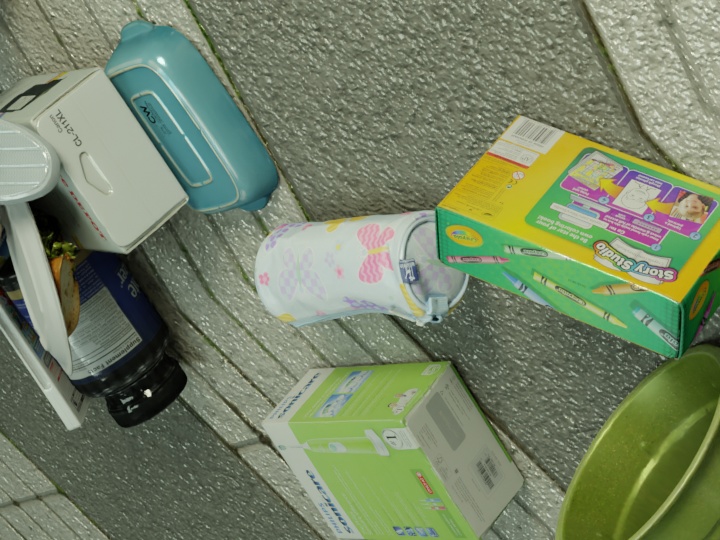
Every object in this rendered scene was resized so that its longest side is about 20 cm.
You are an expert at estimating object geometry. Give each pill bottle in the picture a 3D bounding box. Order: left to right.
[{"bbox_3d":[-0.260,0.053,1.852,0.111,0.112,0.201,-9,121,49],"label":"pill bottle"}]

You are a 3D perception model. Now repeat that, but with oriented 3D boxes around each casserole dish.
[{"bbox_3d":[-0.153,-0.124,1.623,0.121,0.039,0.201,-12,118,50],"label":"casserole dish"}]

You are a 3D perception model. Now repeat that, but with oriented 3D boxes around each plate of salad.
[{"bbox_3d":[-0.281,-0.004,1.677,0.200,0.048,0.201,162,90,-76],"label":"plate of salad"}]

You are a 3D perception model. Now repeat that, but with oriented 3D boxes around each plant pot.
[{"bbox_3d":[0.282,0.191,1.418,0.189,0.201,0.200,35,147,-12],"label":"plant pot"}]

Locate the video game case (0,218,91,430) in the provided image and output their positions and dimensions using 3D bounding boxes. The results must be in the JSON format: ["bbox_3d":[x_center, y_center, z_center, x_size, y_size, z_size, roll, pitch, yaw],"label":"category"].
[{"bbox_3d":[-0.327,0.046,1.901,0.018,0.143,0.201,-23,114,16],"label":"video game case"}]

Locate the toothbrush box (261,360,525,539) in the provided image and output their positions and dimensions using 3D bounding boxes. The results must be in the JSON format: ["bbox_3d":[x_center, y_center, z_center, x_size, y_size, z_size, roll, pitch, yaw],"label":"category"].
[{"bbox_3d":[0.028,0.167,1.708,0.199,0.086,0.146,-9,121,48],"label":"toothbrush box"}]

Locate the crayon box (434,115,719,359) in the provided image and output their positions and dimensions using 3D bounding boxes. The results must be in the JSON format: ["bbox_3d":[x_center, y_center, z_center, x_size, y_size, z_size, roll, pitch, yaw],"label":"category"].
[{"bbox_3d":[0.167,-0.027,1.333,0.199,0.119,0.058,23,141,27],"label":"crayon box"}]

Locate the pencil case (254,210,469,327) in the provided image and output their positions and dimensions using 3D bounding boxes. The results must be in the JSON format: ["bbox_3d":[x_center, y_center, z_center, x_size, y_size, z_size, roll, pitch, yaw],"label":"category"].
[{"bbox_3d":[0.000,0.000,1.560,0.199,0.083,0.091,-2,104,47],"label":"pencil case"}]

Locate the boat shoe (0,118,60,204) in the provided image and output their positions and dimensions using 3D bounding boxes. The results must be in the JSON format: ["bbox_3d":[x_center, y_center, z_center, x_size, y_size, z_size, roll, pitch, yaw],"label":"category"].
[{"bbox_3d":[-0.336,-0.096,1.589,0.199,0.062,0.073,8,90,22],"label":"boat shoe"}]

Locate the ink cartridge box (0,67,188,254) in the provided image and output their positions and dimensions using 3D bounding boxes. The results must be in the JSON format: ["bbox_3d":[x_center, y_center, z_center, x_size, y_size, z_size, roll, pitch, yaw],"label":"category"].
[{"bbox_3d":[-0.257,-0.097,1.676,0.146,0.083,0.200,57,157,-19],"label":"ink cartridge box"}]
